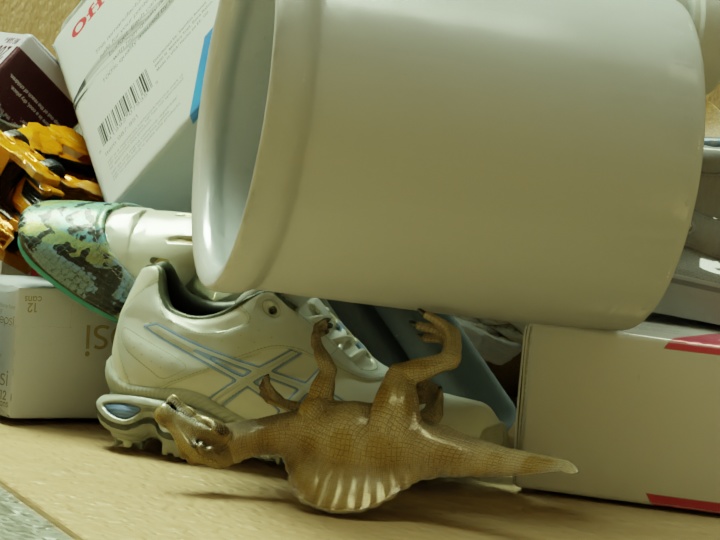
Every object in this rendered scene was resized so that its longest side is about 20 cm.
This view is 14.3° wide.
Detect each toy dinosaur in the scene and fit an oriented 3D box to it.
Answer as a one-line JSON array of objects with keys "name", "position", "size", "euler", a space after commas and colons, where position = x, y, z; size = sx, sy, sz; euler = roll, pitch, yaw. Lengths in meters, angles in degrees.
[{"name": "toy dinosaur", "position": [0.014, 0.071, 1.268], "size": [0.199, 0.058, 0.101], "euler": [4, 42, 20]}]

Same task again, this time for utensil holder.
[{"name": "utensil holder", "position": [0.037, -0.063, 1.308], "size": [0.199, 0.171, 0.170], "euler": [7, 4, -13]}]

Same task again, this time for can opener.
[{"name": "can opener", "position": [-0.003, 0.010, 1.403], "size": [0.066, 0.200, 0.053], "euler": [-37, -2, -38]}]

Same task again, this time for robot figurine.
[{"name": "robot figurine", "position": [-0.160, -0.035, 1.545], "size": [0.145, 0.058, 0.200], "euler": [37, 12, 27]}]

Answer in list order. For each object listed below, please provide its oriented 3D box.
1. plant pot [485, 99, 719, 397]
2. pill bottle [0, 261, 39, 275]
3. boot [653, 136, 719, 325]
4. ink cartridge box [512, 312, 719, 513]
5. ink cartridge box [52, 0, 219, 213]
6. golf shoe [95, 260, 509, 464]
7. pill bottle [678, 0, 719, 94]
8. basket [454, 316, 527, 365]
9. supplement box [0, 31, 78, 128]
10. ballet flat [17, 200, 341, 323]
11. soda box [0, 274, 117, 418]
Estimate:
[{"name": "plant pot", "position": [0.114, 0.002, 1.684], "size": [0.199, 0.187, 0.186], "euler": [-8, 8, -13]}, {"name": "pill bottle", "position": [-0.114, -0.001, 1.711], "size": [0.199, 0.111, 0.111], "euler": [4, 5, -8]}, {"name": "boot", "position": [0.216, -0.016, 1.370], "size": [0.199, 0.096, 0.074], "euler": [11, 7, 17]}, {"name": "ink cartridge box", "position": [0.163, 0.063, 1.432], "size": [0.146, 0.083, 0.200], "euler": [6, 6, 11]}, {"name": "ink cartridge box", "position": [-0.078, -0.111, 1.545], "size": [0.084, 0.145, 0.200], "euler": [33, 18, -30]}, {"name": "golf shoe", "position": [-0.026, 0.046, 1.357], "size": [0.199, 0.098, 0.078], "euler": [8, 4, 11]}, {"name": "pill bottle", "position": [0.117, -0.153, 1.701], "size": [0.199, 0.113, 0.112], "euler": [4, 5, -20]}, {"name": "basket", "position": [0.049, -0.074, 1.539], "size": [0.135, 0.123, 0.200], "euler": [21, 40, -26]}, {"name": "supplement box", "position": [-0.253, -0.047, 1.643], "size": [0.061, 0.200, 0.109], "euler": [46, -14, -23]}, {"name": "ballet flat", "position": [-0.073, 0.009, 1.428], "size": [0.200, 0.074, 0.074], "euler": [30, -2, -17]}, {"name": "soda box", "position": [-0.108, 0.039, 1.490], "size": [0.200, 0.068, 0.064], "euler": [2, 5, -37]}]
